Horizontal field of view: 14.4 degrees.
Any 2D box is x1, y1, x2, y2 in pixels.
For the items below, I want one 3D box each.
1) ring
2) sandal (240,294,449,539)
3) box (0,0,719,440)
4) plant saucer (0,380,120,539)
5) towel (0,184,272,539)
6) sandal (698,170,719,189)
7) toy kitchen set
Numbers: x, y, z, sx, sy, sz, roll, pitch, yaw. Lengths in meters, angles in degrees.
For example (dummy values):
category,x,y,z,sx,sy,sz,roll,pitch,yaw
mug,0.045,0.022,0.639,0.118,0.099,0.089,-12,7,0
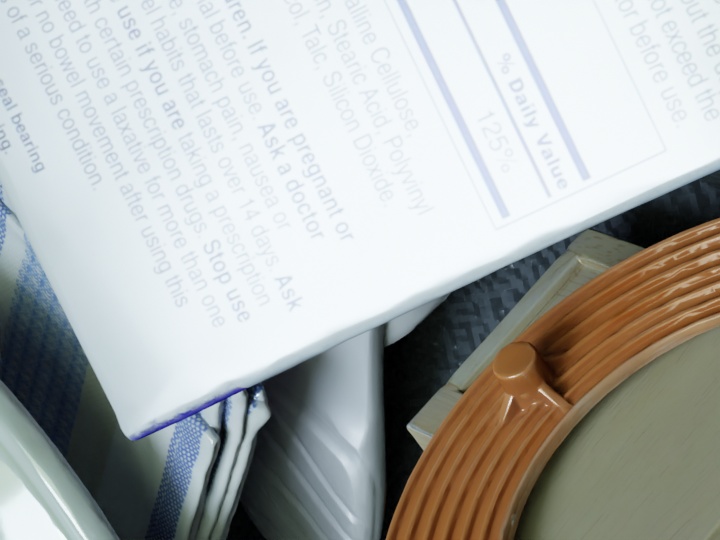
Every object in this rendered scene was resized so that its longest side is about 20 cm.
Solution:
category,x,y,z,sx,sy,sz,roll,pitch,yaw
ring,0.091,0.053,0.671,0.200,0.200,0.019,-10,136,28
sandal,-0.006,-0.003,0.837,0.079,0.059,0.207,29,134,33
box,0.001,-0.088,0.689,0.200,0.105,0.184,-25,93,26
plant saucer,-0.122,0.097,0.853,0.200,0.050,0.200,42,152,28
towel,-0.107,0.025,0.868,0.200,0.024,0.147,44,137,26
sandal,0.160,-0.033,0.744,0.200,0.075,0.048,14,74,14
toy kitchen set,0.108,0.123,0.749,0.200,0.163,0.180,23,154,52
